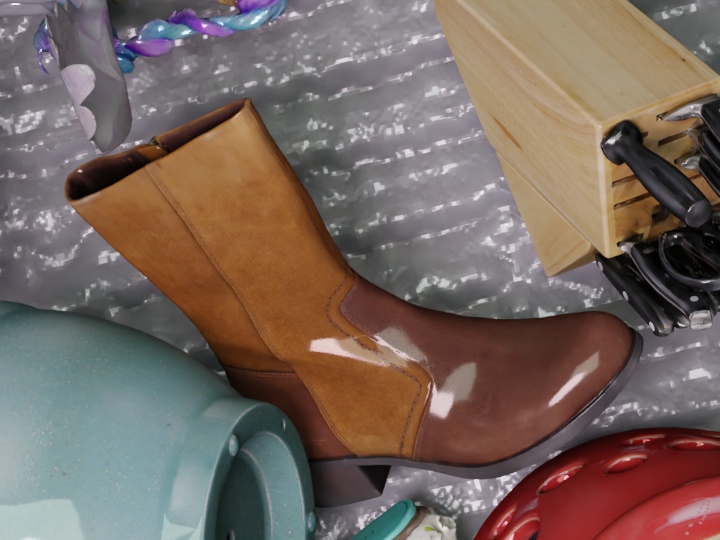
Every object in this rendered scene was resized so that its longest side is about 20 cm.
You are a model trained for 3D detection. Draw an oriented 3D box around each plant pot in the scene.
[{"bbox_3d":[-0.100,0.112,1.095,0.134,0.200,0.201,0,85,22],"label":"plant pot"},{"bbox_3d":[0.141,0.167,1.068,0.200,0.182,0.201,0,89,-4],"label":"plant pot"}]

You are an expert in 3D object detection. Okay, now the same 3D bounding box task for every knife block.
[{"bbox_3d":[0.114,-0.067,1.106,0.064,0.176,0.200,-20,82,-18],"label":"knife block"}]

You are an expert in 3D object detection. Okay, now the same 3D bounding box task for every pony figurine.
[{"bbox_3d":[-0.136,-0.138,1.136,0.200,0.193,0.167,4,96,14],"label":"pony figurine"}]

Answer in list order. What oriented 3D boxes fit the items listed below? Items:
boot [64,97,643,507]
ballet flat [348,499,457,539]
[{"bbox_3d":[0.000,0.000,1.108,0.188,0.069,0.200,-14,124,33],"label":"boot"},{"bbox_3d":[-0.032,0.180,1.164,0.200,0.076,0.064,-35,102,7],"label":"ballet flat"}]
